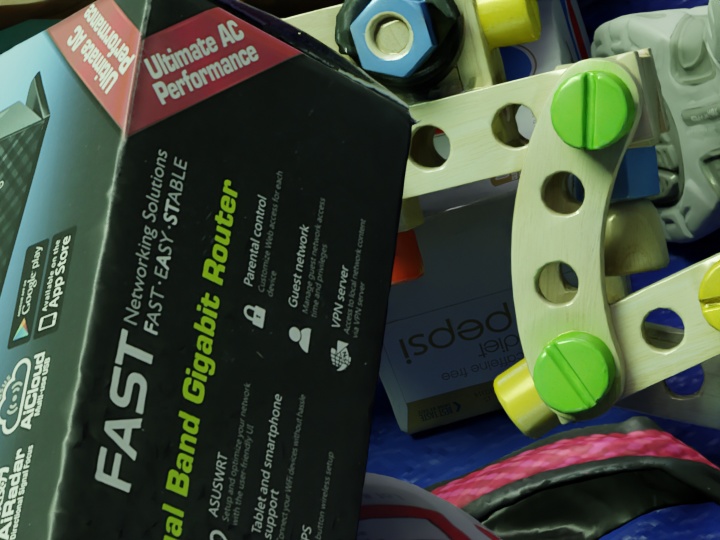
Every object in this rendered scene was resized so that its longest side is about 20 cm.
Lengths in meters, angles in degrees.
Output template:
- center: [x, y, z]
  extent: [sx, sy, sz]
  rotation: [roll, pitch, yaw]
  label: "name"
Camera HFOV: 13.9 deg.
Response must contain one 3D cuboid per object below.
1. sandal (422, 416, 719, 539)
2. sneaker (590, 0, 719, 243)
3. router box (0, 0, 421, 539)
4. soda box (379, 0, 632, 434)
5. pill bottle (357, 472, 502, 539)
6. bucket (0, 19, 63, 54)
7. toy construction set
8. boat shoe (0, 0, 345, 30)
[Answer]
- center: [0.033, 0.058, 0.642]
  extent: [0.200, 0.075, 0.045]
  rotation: [-7, 75, 27]
  label: "sandal"
- center: [0.132, -0.051, 0.739]
  extent: [0.099, 0.078, 0.200]
  rotation: [-20, 12, -14]
  label: "sneaker"
- center: [-0.072, 0.064, 0.514]
  extent: [0.150, 0.062, 0.200]
  rotation: [-23, 50, 46]
  label: "router box"
- center: [0.032, -0.038, 0.827]
  extent: [0.068, 0.064, 0.200]
  rotation: [-17, 28, 9]
  label: "soda box"
- center: [0.026, 0.119, 0.502]
  extent: [0.112, 0.112, 0.200]
  rotation: [-29, 29, -16]
  label: "pill bottle"
- center: [-0.134, -0.050, 0.816]
  extent: [0.207, 0.207, 0.135]
  rotation: [6, 46, 40]
  label: "bucket"
- center: [0.000, 0.000, 0.692]
  extent: [0.200, 0.131, 0.092]
  rotation: [-14, 4, -2]
  label: "toy construction set"
- center: [-0.052, -0.094, 0.720]
  extent: [0.200, 0.070, 0.070]
  rotation: [-4, -4, -34]
  label: "boat shoe"
